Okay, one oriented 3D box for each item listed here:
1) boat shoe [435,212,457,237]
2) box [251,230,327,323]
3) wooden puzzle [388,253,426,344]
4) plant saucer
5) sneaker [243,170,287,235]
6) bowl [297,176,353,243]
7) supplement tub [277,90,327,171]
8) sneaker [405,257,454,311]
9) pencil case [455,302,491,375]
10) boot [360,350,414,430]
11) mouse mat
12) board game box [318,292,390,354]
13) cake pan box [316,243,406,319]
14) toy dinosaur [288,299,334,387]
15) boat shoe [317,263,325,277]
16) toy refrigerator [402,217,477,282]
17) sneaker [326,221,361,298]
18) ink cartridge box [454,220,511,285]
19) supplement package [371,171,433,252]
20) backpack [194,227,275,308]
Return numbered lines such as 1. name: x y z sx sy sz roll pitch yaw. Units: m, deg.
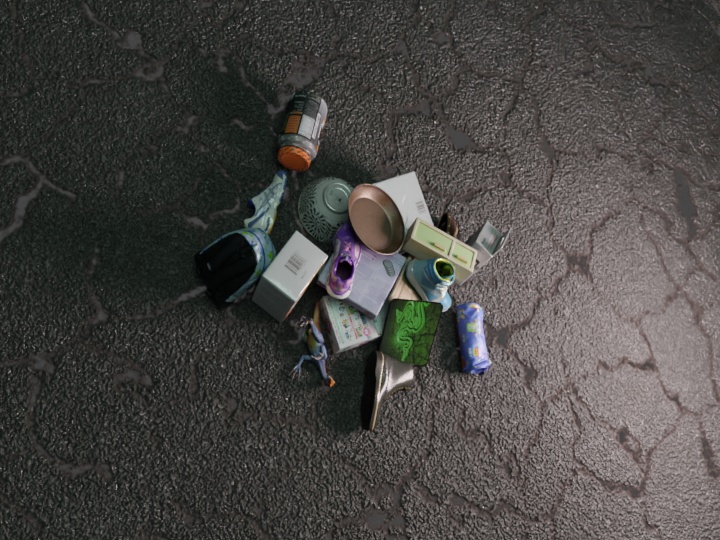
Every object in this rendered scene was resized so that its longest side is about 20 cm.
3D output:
1. boat shoe: 0.231 -0.080 1.789 0.071 0.069 0.204 55 46 -40
2. box: -0.184 0.021 1.545 0.105 0.200 0.154 36 64 -2
3. wooden puzzle: 0.154 0.075 1.698 0.201 0.045 0.188 51 50 -28
4. plant saucer: 0.036 -0.131 1.608 0.196 0.036 0.207 21 56 -34
5. sneaker: -0.261 -0.195 1.658 0.086 0.075 0.206 20 66 -11
6. bowl: -0.074 -0.189 1.713 0.194 0.094 0.208 7 70 -18
7. supplement tub: -0.170 -0.398 1.731 0.119 0.123 0.206 18 68 -13
8. sneaker: 0.222 0.042 1.650 0.200 0.128 0.081 44 53 -34
9. pencil case: 0.324 0.196 1.736 0.084 0.078 0.207 -8 73 9
10. boot: 0.079 0.331 1.614 0.135 0.077 0.207 17 76 -26
11. mouse mat: 0.133 0.172 1.642 0.155 0.008 0.206 5 113 -17
12. board game box: -0.001 0.124 1.653 0.194 0.064 0.152 -14 77 -25
13. cake pan box: 0.000 0.000 1.621 0.196 0.052 0.188 30 69 -1
14. toy dinosaur: -0.103 0.204 1.582 0.200 0.103 0.185 -45 112 -38
15. boat shoe: -0.027 -0.026 1.688 0.196 0.072 0.072 -19 79 -24
16. toy refrigerator: 0.219 -0.058 1.654 0.196 0.070 0.077 29 56 -8
17. sneaker: -0.037 -0.035 1.553 0.078 0.089 0.207 11 69 -3
18. ink cartridge box: 0.339 -0.061 1.747 0.066 0.200 0.116 39 45 -2
19. supplement package: 0.107 -0.156 1.747 0.152 0.110 0.206 -18 86 -24
20. backpack: -0.307 -0.025 1.519 0.151 0.199 0.167 -21 78 -43
